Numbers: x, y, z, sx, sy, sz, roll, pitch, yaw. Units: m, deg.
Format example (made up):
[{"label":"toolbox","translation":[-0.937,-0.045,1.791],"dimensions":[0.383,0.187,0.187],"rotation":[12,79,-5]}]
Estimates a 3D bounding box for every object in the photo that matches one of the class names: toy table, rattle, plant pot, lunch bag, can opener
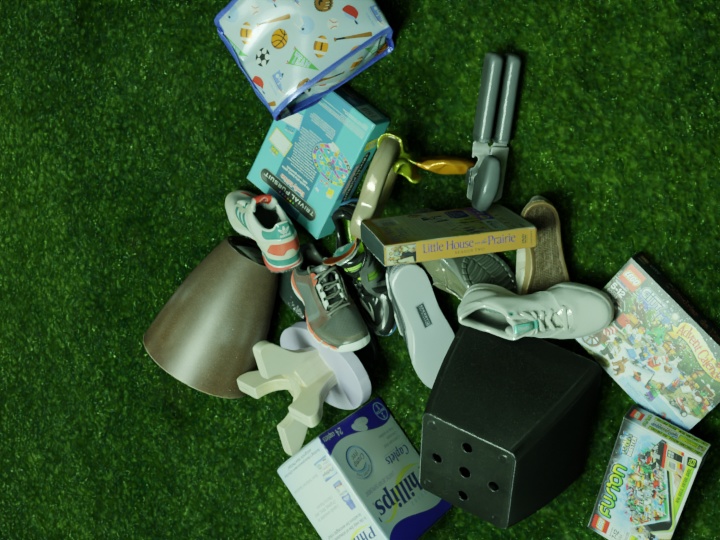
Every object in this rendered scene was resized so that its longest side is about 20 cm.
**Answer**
[{"label":"toy table","translation":[-0.087,0.164,1.672],"dimensions":[0.199,0.116,0.187],"rotation":[4,119,55]},{"label":"rattle","translation":[0.051,-0.075,1.546],"dimensions":[0.141,0.130,0.203],"rotation":[23,77,-9]},{"label":"plant pot","translation":[-0.206,0.058,1.747],"dimensions":[0.186,0.186,0.202],"rotation":[35,105,20]},{"label":"plant pot","translation":[0.178,0.209,1.490],"dimensions":[0.197,0.177,0.203],"rotation":[22,130,26]},{"label":"lunch bag","translation":[-0.077,-0.322,1.539],"dimensions":[0.198,0.124,0.171],"rotation":[-34,83,0]},{"label":"can opener","translation":[0.177,-0.179,1.483],"dimensions":[0.066,0.052,0.204],"rotation":[-139,53,-65]}]

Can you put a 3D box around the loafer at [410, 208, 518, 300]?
[{"label":"loafer","translation":[0.140,-0.001,1.562],"dimensions":[0.200,0.075,0.070],"rotation":[46,153,13]}]

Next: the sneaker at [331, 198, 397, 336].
[{"label":"sneaker","translation":[0.000,0.000,1.636],"dimensions":[0.070,0.082,0.203],"rotation":[-12,97,35]}]

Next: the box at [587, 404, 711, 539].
[{"label":"box","translation":[0.369,0.281,1.475],"dimensions":[0.109,0.035,0.203],"rotation":[27,129,25]}]

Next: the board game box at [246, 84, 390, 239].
[{"label":"board game box","translation":[-0.064,-0.174,1.651],"dimensions":[0.151,0.047,0.202],"rotation":[40,121,18]}]

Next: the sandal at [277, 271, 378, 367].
[{"label":"sandal","translation":[-0.058,0.079,1.717],"dimensions":[0.200,0.048,0.076],"rotation":[41,121,18]}]

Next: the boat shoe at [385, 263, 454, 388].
[{"label":"boat shoe","translation":[0.082,0.072,1.613],"dimensions":[0.071,0.068,0.202],"rotation":[-26,113,-6]}]

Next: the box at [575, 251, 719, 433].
[{"label":"box","translation":[0.375,0.097,1.443],"dimensions":[0.200,0.038,0.137],"rotation":[47,123,14]}]

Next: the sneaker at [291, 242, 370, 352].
[{"label":"sneaker","translation":[-0.051,0.035,1.637],"dimensions":[0.200,0.076,0.083],"rotation":[51,153,41]}]

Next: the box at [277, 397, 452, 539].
[{"label":"box","translation":[0.010,0.316,1.657],"dimensions":[0.105,0.183,0.201],"rotation":[-40,81,32]}]

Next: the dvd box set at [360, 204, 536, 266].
[{"label":"dvd box set","translation":[0.108,-0.047,1.455],"dimensions":[0.196,0.146,0.030],"rotation":[-7,106,-11]}]

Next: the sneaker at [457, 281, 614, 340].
[{"label":"sneaker","translation":[0.219,0.061,1.444],"dimensions":[0.196,0.088,0.077],"rotation":[0,107,18]}]

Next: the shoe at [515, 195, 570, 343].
[{"label":"shoe","translation":[0.239,-0.001,1.503],"dimensions":[0.068,0.054,0.204],"rotation":[-5,110,-2]}]

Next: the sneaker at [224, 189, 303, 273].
[{"label":"sneaker","translation":[-0.143,-0.084,1.673],"dimensions":[0.200,0.069,0.095],"rotation":[49,152,45]}]
